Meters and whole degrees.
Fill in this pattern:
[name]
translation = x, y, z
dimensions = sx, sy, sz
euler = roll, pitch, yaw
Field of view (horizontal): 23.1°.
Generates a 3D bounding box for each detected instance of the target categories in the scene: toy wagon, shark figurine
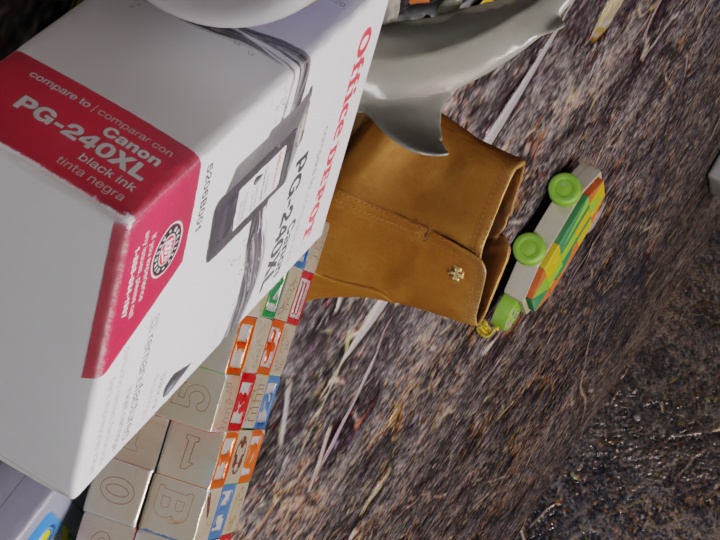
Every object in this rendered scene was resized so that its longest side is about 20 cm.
[toy wagon]
translation = 0.183, -0.013, 1.776
dimensions = 0.200, 0.040, 0.155
euler = -59, 165, -7
[shark figurine]
translation = 0.043, -0.096, 0.797
dimensions = 0.214, 0.090, 0.128
euler = -17, 142, 0

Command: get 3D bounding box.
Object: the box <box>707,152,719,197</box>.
[box]
translation = 0.719, -0.183, 2.965
dimensions = 0.199, 0.200, 0.171
euler = -59, 164, -1

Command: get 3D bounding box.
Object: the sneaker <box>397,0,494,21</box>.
[sneaker]
translation = 0.020, -0.131, 0.878
dimensions = 0.200, 0.090, 0.070
euler = -58, 166, -10

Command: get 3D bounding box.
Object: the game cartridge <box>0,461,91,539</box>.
[game cartridge]
translation = -0.182, 0.162, 0.869
dimensions = 0.200, 0.040, 0.133
euler = -57, 162, -16

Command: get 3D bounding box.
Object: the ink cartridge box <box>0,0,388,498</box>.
[ink cartridge box]
translation = -0.077, -0.035, 0.678
dimensions = 0.200, 0.083, 0.145
euler = -49, 162, -46

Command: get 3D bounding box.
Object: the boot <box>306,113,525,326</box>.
[boot]
translation = 0.000, -0.001, 0.957
dimensions = 0.071, 0.144, 0.202
euler = -35, 152, -57

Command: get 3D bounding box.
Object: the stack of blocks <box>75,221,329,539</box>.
[stack of blocks]
translation = -0.082, 0.057, 0.870
dimensions = 0.115, 0.058, 0.201
euler = 21, 85, -79

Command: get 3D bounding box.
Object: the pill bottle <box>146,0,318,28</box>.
[pill bottle]
translation = -0.008, -0.172, 0.645
dimensions = 0.200, 0.119, 0.120
euler = -40, 155, -54

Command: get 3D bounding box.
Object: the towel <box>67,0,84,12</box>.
[towel]
translation = -0.119, -0.052, 0.710
dimensions = 0.200, 0.018, 0.086
euler = -64, 169, 11
